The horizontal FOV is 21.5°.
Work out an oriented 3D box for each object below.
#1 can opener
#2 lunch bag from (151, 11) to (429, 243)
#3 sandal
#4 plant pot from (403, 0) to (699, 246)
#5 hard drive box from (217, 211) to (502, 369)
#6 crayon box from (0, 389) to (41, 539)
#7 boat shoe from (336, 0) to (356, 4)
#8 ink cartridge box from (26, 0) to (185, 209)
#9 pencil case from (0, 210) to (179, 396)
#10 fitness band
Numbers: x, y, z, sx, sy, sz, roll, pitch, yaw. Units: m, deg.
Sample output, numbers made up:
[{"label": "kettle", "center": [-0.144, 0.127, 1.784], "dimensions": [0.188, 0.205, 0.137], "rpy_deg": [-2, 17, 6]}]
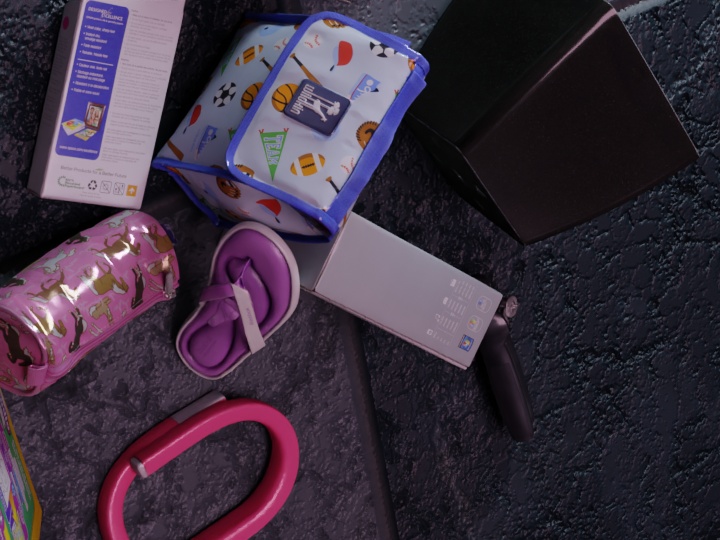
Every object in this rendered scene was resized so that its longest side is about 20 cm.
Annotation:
[{"label": "can opener", "center": [0.135, 0.086, 1.873], "dimensions": [0.064, 0.078, 0.200], "rpy_deg": [-75, 147, -45]}, {"label": "lunch bag", "center": [-0.051, -0.118, 1.552], "dimensions": [0.124, 0.200, 0.171], "rpy_deg": [42, 73, -38]}, {"label": "sandal", "center": [-0.107, 0.039, 1.595], "dimensions": [0.050, 0.082, 0.203], "rpy_deg": [-55, 176, -42]}, {"label": "plant pot", "center": [0.152, -0.145, 1.721], "dimensions": [0.177, 0.199, 0.200], "rpy_deg": [-41, 126, -5]}, {"label": "hard drive box", "center": [0.000, 0.000, 1.671], "dimensions": [0.200, 0.156, 0.077], "rpy_deg": [27, 89, -40]}, {"label": "crayon box", "center": [-0.306, 0.159, 1.484], "dimensions": [0.058, 0.173, 0.201], "rpy_deg": [-13, 116, -1]}, {"label": "boat shoe", "center": [-0.072, -0.264, 1.587], "dimensions": [0.065, 0.072, 0.200], "rpy_deg": [-48, 145, 17]}, {"label": "ink cartridge box", "center": [-0.204, -0.153, 1.543], "dimensions": [0.094, 0.037, 0.201], "rpy_deg": [6, 104, -37]}, {"label": "pencil case", "center": [-0.225, 0.024, 1.512], "dimensions": [0.200, 0.086, 0.083], "rpy_deg": [-39, 120, -50]}, {"label": "fitness band", "center": [-0.143, 0.195, 1.708], "dimensions": [0.200, 0.037, 0.144], "rpy_deg": [-32, 122, -23]}]
